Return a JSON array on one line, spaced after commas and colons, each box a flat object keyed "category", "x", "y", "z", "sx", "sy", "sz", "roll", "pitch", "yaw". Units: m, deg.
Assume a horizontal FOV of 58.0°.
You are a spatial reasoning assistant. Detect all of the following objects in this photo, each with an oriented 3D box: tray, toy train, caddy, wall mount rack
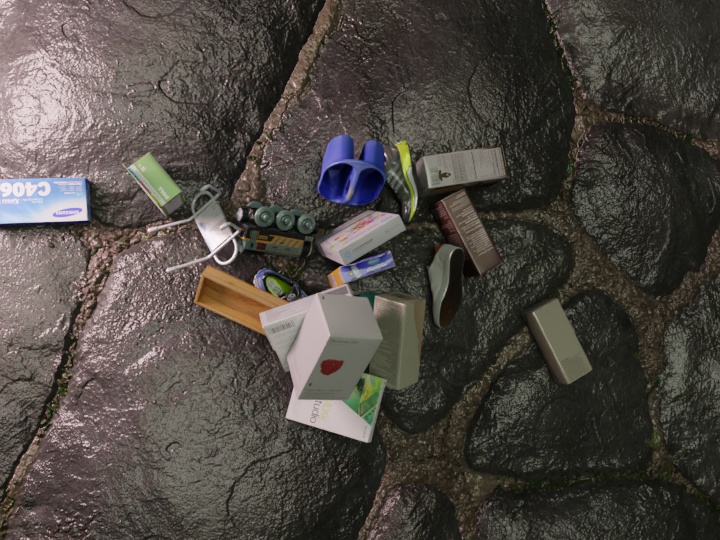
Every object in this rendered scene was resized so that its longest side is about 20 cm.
[{"category": "tray", "x": -0.257, "y": 0.071, "z": 1.419, "sx": 0.200, "sy": 0.099, "sz": 0.037, "roll": 25, "pitch": 42, "yaw": -4}, {"category": "toy train", "x": -0.187, "y": -0.085, "z": 1.445, "sx": 0.200, "sy": 0.085, "sz": 0.114, "roll": 8, "pitch": 102, "yaw": -36}, {"category": "caddy", "x": -0.019, "y": -0.212, "z": 1.455, "sx": 0.141, "sy": 0.200, "sz": 0.105, "roll": 9, "pitch": 68, "yaw": -9}, {"category": "wall mount rack", "x": -0.354, "y": -0.085, "z": 1.400, "sx": 0.174, "sy": 0.075, "sz": 0.200, "roll": -38, "pitch": 63, "yaw": 12}]

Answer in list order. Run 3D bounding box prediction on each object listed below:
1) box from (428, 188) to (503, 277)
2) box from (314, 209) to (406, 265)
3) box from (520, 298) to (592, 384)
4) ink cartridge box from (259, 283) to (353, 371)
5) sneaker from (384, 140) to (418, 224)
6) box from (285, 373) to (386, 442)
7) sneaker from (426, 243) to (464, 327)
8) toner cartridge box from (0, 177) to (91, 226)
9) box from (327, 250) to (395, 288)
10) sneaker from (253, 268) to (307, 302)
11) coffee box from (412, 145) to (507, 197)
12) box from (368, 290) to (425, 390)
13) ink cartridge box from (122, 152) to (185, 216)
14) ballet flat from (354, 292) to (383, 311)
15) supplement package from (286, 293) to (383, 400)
[{"category": "box", "x": 0.250, "y": -0.086, "z": 1.548, "sx": 0.075, "sy": 0.100, "sz": 0.200, "roll": -27, "pitch": 93, "yaw": -13}, {"category": "box", "x": -0.007, "y": -0.076, "z": 1.439, "sx": 0.156, "sy": 0.200, "sz": 0.041, "roll": -31, "pitch": 107, "yaw": -12}, {"category": "box", "x": 0.481, "y": 0.173, "z": 1.597, "sx": 0.082, "sy": 0.068, "sz": 0.200, "roll": -26, "pitch": 92, "yaw": -13}, {"category": "ink cartridge box", "x": -0.097, "y": 0.126, "z": 1.407, "sx": 0.200, "sy": 0.174, "sz": 0.044, "roll": -19, "pitch": 49, "yaw": -3}, {"category": "sneaker", "x": 0.086, "y": -0.206, "z": 1.542, "sx": 0.081, "sy": 0.074, "sz": 0.200, "roll": -9, "pitch": 81, "yaw": -6}, {"category": "box", "x": -0.055, "y": 0.286, "z": 1.448, "sx": 0.200, "sy": 0.036, "sz": 0.145, "roll": 12, "pitch": 83, "yaw": 14}, {"category": "sneaker", "x": 0.196, "y": 0.033, "z": 1.554, "sx": 0.073, "sy": 0.085, "sz": 0.200, "roll": -3, "pitch": 107, "yaw": -38}, {"category": "toner cartridge box", "x": -0.683, "y": -0.146, "z": 1.378, "sx": 0.200, "sy": 0.043, "sz": 0.095, "roll": -4, "pitch": 88, "yaw": -13}, {"category": "box", "x": 0.000, "y": 0.000, "z": 1.436, "sx": 0.119, "sy": 0.200, "sz": 0.042, "roll": -19, "pitch": 90, "yaw": -12}, {"category": "sneaker", "x": -0.154, "y": 0.072, "z": 1.455, "sx": 0.200, "sy": 0.089, "sz": 0.079, "roll": 38, "pitch": 80, "yaw": -10}, {"category": "coffee box", "x": 0.231, "y": -0.234, "z": 1.547, "sx": 0.200, "sy": 0.114, "sz": 0.080, "roll": -10, "pitch": 88, "yaw": -14}, {"category": "box", "x": 0.081, "y": 0.156, "z": 1.462, "sx": 0.078, "sy": 0.095, "sz": 0.200, "roll": -10, "pitch": 111, "yaw": -47}, {"category": "ink cartridge box", "x": -0.424, "y": -0.181, "z": 1.356, "sx": 0.059, "sy": 0.200, "sz": 0.104, "roll": -40, "pitch": 95, "yaw": -10}, {"category": "ballet flat", "x": -0.006, "y": 0.088, "z": 1.493, "sx": 0.200, "sy": 0.069, "sz": 0.070, "roll": 1, "pitch": 86, "yaw": -36}, {"category": "supplement package", "x": -0.058, "y": 0.160, "z": 1.337, "sx": 0.121, "sy": 0.200, "sz": 0.120, "roll": 6, "pitch": 40, "yaw": -26}]
